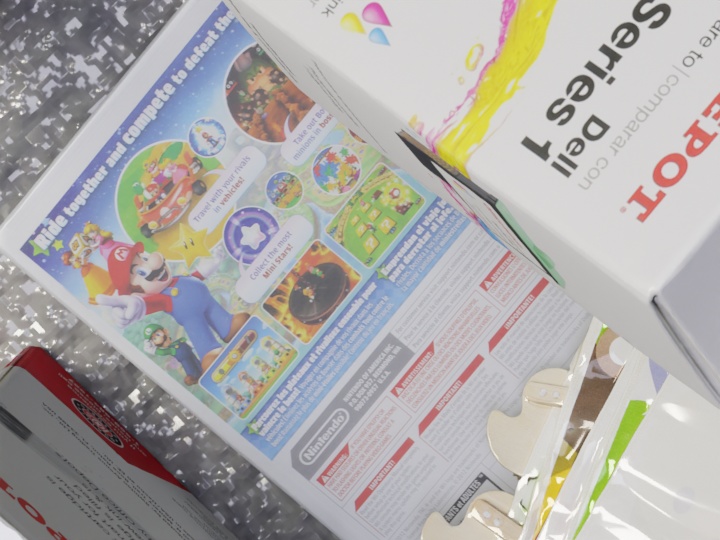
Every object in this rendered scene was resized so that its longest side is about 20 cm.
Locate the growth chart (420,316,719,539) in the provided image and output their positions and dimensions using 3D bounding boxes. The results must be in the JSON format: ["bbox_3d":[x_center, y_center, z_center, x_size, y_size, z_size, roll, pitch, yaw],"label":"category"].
[{"bbox_3d":[0.110,0.069,0.920,0.144,0.018,0.201,34,90,19],"label":"growth chart"}]

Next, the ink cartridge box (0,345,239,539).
[{"bbox_3d":[-0.088,0.113,0.881,0.144,0.200,0.084,44,95,-4],"label":"ink cartridge box"}]

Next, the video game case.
[{"bbox_3d":[0.000,0.000,0.957,0.200,0.018,0.143,40,96,-4],"label":"video game case"}]

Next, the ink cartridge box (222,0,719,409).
[{"bbox_3d":[0.075,-0.077,0.852,0.145,0.084,0.200,-49,55,-4],"label":"ink cartridge box"}]
